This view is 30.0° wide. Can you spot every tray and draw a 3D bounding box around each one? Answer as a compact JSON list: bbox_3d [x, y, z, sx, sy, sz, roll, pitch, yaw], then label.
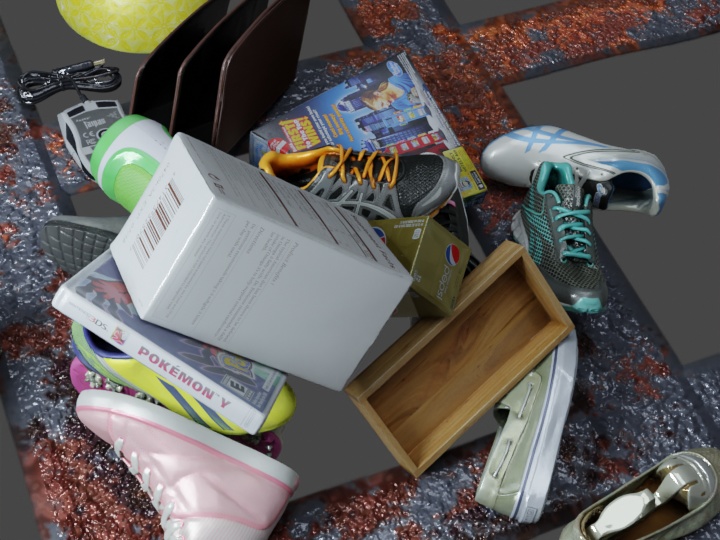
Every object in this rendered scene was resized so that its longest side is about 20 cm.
[{"bbox_3d":[0.089,0.077,1.187,0.200,0.099,0.037,-42,25,-12],"label":"tray"}]

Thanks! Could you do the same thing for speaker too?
[{"bbox_3d":[-0.154,-0.057,1.225,0.200,0.089,0.088,39,58,18],"label":"speaker"}]

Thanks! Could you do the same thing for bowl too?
[{"bbox_3d":[-0.244,-0.351,1.497,0.198,0.108,0.202,3,52,-4],"label":"bowl"}]

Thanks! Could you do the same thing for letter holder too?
[{"bbox_3d":[-0.139,-0.225,1.365,0.100,0.143,0.200,25,42,9],"label":"letter holder"}]

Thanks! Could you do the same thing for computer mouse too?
[{"bbox_3d":[-0.275,-0.143,1.379,0.109,0.044,0.201,-15,50,-23],"label":"computer mouse"}]

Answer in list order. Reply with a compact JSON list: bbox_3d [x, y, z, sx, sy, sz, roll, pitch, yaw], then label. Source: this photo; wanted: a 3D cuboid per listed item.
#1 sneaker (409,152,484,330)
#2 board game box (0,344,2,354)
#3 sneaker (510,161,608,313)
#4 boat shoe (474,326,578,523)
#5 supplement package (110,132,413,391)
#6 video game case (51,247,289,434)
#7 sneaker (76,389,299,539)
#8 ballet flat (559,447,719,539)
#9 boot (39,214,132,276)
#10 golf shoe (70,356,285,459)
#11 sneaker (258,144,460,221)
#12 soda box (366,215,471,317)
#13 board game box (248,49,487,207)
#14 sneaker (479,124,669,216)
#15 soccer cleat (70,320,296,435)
[{"bbox_3d":[0.081,-0.026,1.255,0.070,0.099,0.202,2,74,-13],"label":"sneaker"},{"bbox_3d":[-0.423,0.100,1.143,0.158,0.097,0.201,14,53,4],"label":"board game box"},{"bbox_3d":[0.193,-0.036,1.287,0.077,0.092,0.201,3,33,-13],"label":"sneaker"},{"bbox_3d":[0.151,0.127,1.205,0.061,0.072,0.201,17,56,0],"label":"boat shoe"},{"bbox_3d":[-0.080,-0.005,1.082,0.199,0.117,0.117,24,17,-34],"label":"supplement package"},{"bbox_3d":[-0.137,0.043,1.083,0.181,0.023,0.200,33,16,-2],"label":"video game case"},{"bbox_3d":[-0.159,0.177,1.109,0.199,0.075,0.105,24,72,-1],"label":"sneaker"},{"bbox_3d":[0.259,0.203,1.167,0.199,0.063,0.068,-27,61,-25],"label":"ballet flat"},{"bbox_3d":[-0.204,-0.048,1.310,0.198,0.070,0.132,11,46,-8],"label":"boot"},{"bbox_3d":[-0.157,0.107,1.192,0.198,0.076,0.092,21,45,-1],"label":"golf shoe"},{"bbox_3d":[-0.006,-0.081,1.245,0.198,0.077,0.079,-7,49,17],"label":"sneaker"},{"bbox_3d":[0.000,0.000,1.209,0.199,0.064,0.068,-3,61,47],"label":"soda box"},{"bbox_3d":[-0.004,-0.113,1.374,0.198,0.062,0.201,-18,59,-16],"label":"board game box"},{"bbox_3d":[0.222,-0.100,1.382,0.198,0.072,0.073,9,37,-1],"label":"sneaker"},{"bbox_3d":[-0.147,0.080,1.109,0.198,0.084,0.065,21,59,0],"label":"soccer cleat"}]
